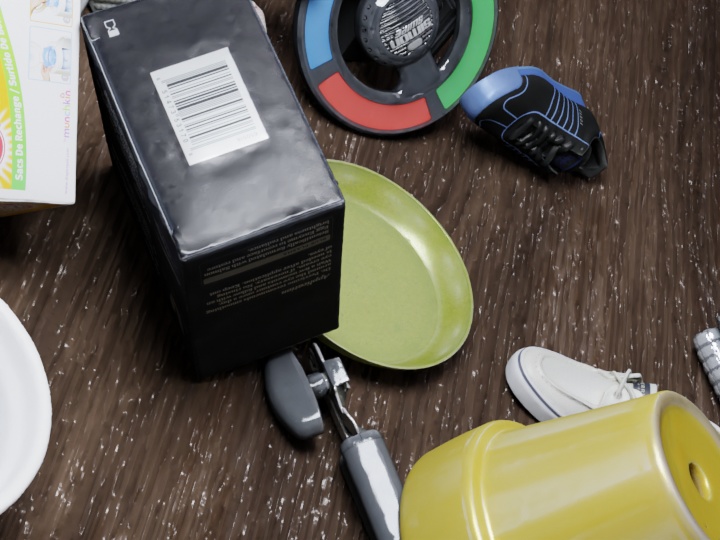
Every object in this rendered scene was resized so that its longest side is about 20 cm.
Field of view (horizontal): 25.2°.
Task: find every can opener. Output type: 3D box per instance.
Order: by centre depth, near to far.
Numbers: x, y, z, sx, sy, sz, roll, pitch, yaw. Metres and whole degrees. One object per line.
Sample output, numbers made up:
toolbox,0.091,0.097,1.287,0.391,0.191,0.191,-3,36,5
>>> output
can opener,-0.012,0.144,1.155,0.067,0.053,0.201,-19,65,-10

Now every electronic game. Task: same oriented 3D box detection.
electronic game,0.033,-0.214,1.389,0.199,0.201,0.042,10,13,-32

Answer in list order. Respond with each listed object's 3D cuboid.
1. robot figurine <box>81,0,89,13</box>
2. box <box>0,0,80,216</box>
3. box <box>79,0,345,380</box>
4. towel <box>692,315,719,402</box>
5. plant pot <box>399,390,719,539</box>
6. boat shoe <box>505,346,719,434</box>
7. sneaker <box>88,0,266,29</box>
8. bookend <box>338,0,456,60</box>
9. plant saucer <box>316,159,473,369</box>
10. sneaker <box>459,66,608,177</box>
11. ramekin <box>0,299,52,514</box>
robot figurine,-0.290,-0.264,1.218,0.199,0.113,0.170,29,12,-16
box,-0.256,-0.140,1.079,0.101,0.112,0.201,3,87,-34
box,-0.100,-0.062,1.114,0.117,0.200,0.197,-20,66,-12
towel,0.418,0.107,1.482,0.199,0.086,0.166,-5,60,-41
plant pot,0.159,0.180,1.103,0.201,0.189,0.201,40,33,-33
boat shoe,0.216,0.111,1.332,0.200,0.070,0.071,31,43,-14
sneaker,-0.148,-0.215,1.316,0.105,0.075,0.201,-31,85,-43
bookend,-0.036,-0.281,1.447,0.199,0.092,0.199,-9,63,-41
plant saucer,0.000,0.000,1.286,0.199,0.031,0.201,21,45,-23
sneaker,0.167,-0.132,1.477,0.200,0.070,0.078,4,54,-54
ramekin,-0.290,0.087,0.935,0.200,0.098,0.201,21,46,-23
